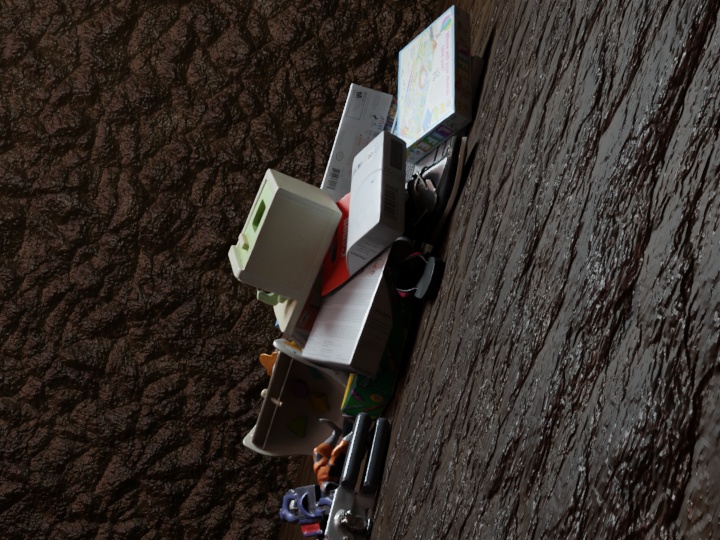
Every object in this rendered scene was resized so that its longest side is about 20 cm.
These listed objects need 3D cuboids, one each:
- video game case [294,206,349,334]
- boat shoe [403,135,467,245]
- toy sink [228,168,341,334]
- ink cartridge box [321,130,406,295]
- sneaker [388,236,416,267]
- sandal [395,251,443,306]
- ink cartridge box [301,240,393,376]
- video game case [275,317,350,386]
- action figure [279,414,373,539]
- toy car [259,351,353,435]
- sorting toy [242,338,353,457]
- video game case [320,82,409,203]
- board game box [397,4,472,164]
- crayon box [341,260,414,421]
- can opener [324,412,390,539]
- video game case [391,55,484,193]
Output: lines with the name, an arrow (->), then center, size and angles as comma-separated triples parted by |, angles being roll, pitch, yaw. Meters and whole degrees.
video game case -> -0.025, 0.011, 1.792 | 0.143, 0.017, 0.202 | 22, -84, -56
boat shoe -> 0.096, -0.108, 1.579 | 0.201, 0.067, 0.072 | 113, 173, -52
toy sink -> -0.124, -0.030, 1.720 | 0.130, 0.111, 0.202 | -120, 52, -70
ink cartridge box -> -0.010, -0.079, 1.648 | 0.200, 0.047, 0.161 | -37, 40, 43
sneaker -> 0.033, -0.005, 1.954 | 0.147, 0.076, 0.203 | -98, 31, -55
sandal -> 0.073, 0.006, 1.555 | 0.200, 0.045, 0.076 | 143, 142, -85
ink cartridge box -> 0.000, 0.043, 1.637 | 0.162, 0.057, 0.202 | 0, 64, 63
video game case -> -0.048, 0.117, 1.862 | 0.018, 0.200, 0.143 | -45, 12, 18
action figure -> -0.023, 0.304, 1.629 | 0.199, 0.104, 0.196 | -12, 65, 56
toy car -> -0.079, 0.176, 2.015 | 0.177, 0.198, 0.186 | 111, 175, -55
sorting toy -> -0.071, 0.223, 1.884 | 0.107, 0.179, 0.202 | -32, -34, -59
video game case -> 0.043, -0.175, 1.842 | 0.036, 0.179, 0.202 | 104, -179, -79
board game box -> 0.108, -0.274, 1.722 | 0.134, 0.034, 0.202 | -34, 44, 45
crayon box -> 0.031, 0.104, 1.699 | 0.119, 0.058, 0.202 | 113, 173, -63
can opener -> -0.005, 0.273, 1.485 | 0.067, 0.052, 0.201 | 109, 177, -50
video game case -> 0.101, -0.213, 1.750 | 0.181, 0.023, 0.202 | -2, 69, 58
